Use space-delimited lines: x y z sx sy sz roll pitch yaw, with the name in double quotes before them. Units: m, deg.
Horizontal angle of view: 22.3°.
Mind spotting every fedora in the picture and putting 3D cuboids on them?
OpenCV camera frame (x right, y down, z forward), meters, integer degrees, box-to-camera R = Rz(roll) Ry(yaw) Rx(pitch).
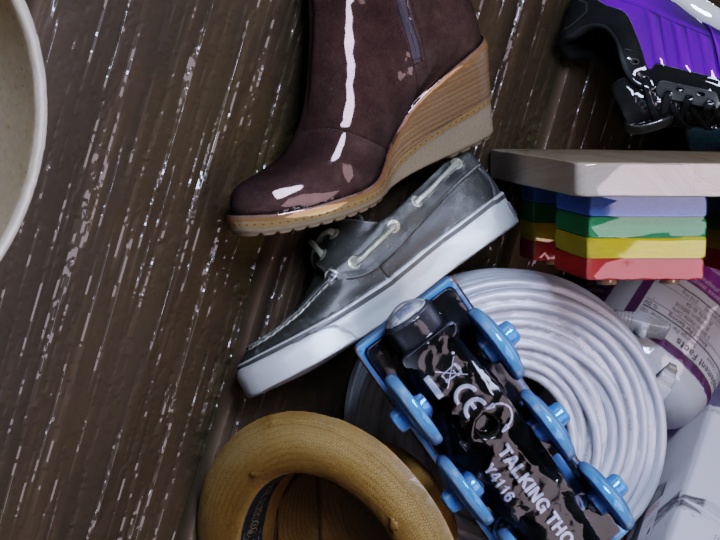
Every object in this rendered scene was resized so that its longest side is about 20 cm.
"fedora" -0.002 0.163 1.043 0.082 0.199 0.203 -31 123 -49

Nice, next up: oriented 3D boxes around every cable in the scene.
"cable" 0.088 0.100 1.114 0.198 0.069 0.202 20 95 -10

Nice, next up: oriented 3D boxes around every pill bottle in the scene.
"pill bottle" 0.200 0.034 1.225 0.201 0.112 0.112 -55 131 -15

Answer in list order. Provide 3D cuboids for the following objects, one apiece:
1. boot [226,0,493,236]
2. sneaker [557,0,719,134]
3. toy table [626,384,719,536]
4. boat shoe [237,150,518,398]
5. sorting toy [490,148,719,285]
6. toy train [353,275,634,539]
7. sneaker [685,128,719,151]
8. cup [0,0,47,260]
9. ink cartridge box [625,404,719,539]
"boot" -0.016 -0.123 1.030 0.199 0.072 0.168 -28 108 -32
"sneaker" 0.209 -0.115 1.150 0.100 0.199 0.070 -47 159 -17
"toy table" 0.236 0.160 1.264 0.199 0.184 0.118 -29 105 -16
"boat shoe" 0.000 0.000 1.072 0.199 0.071 0.064 -36 92 -20
"sorting toy" 0.194 -0.033 1.087 0.196 0.200 0.070 0 95 -10
"toy train" 0.074 0.097 1.019 0.086 0.114 0.201 -37 100 -4
"sneaker" 0.282 -0.107 1.286 0.200 0.079 0.132 59 39 -58
"cup" -0.253 -0.071 0.760 0.199 0.143 0.203 -14 111 -40
"ink cartridge box" 0.226 0.200 1.088 0.145 0.085 0.201 33 47 -2
